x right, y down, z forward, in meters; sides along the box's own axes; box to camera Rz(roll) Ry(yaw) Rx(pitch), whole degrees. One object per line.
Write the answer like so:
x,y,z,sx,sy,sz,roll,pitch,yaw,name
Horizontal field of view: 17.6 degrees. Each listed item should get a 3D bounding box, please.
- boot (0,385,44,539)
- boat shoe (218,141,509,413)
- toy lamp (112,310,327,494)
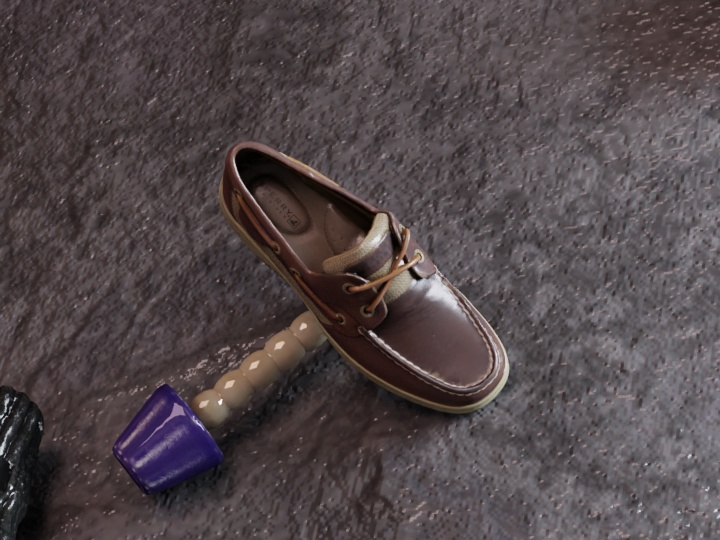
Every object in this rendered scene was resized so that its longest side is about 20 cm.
-0.284,0.154,1.342,0.210,0.080,0.158,-9,54,7,boot
0.000,0.000,1.279,0.072,0.072,0.200,-44,80,-11,boat shoe
-0.054,0.055,1.331,0.200,0.058,0.058,-36,44,-10,toy lamp
